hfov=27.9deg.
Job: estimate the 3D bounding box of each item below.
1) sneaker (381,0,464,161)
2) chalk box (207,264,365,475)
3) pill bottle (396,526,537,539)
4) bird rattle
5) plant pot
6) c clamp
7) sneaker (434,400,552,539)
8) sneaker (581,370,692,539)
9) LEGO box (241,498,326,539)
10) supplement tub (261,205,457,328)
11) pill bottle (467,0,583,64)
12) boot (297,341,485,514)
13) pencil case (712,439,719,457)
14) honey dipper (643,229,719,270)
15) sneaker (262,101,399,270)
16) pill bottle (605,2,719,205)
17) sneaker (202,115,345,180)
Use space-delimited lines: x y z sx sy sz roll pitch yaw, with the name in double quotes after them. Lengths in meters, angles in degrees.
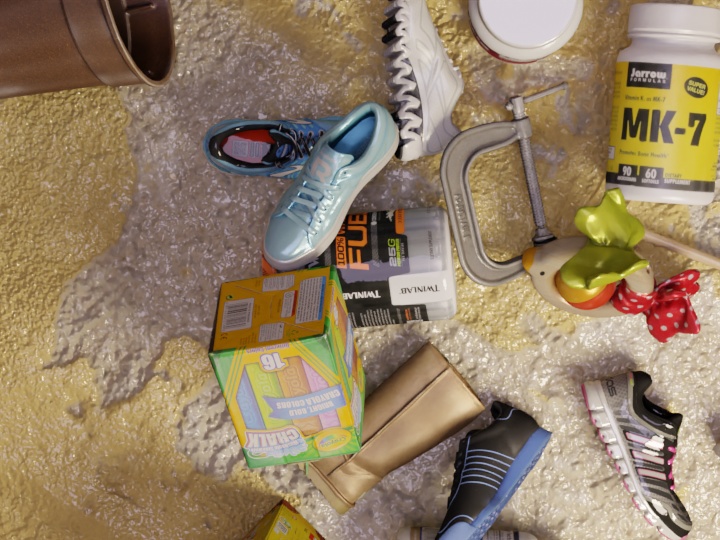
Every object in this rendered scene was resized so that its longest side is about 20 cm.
0.067 -0.220 1.550 0.081 0.075 0.201 -5 98 -9 "sneaker"
-0.065 0.116 1.478 0.123 0.125 0.201 -10 125 9 "chalk box"
0.137 0.338 1.576 0.199 0.111 0.111 2 96 4 "pill bottle"
0.263 0.003 1.530 0.163 0.200 0.113 -8 61 36 "bird rattle"
-0.322 -0.272 1.514 0.197 0.200 0.201 -10 95 13 "plant pot"
0.165 -0.087 1.547 0.170 0.027 0.201 -14 105 -25 "c clamp"
0.124 0.224 1.551 0.078 0.070 0.200 33 55 16 "sneaker"
0.318 0.194 1.567 0.087 0.074 0.200 -28 88 12 "sneaker"
-0.119 0.344 1.550 0.077 0.200 0.149 44 97 -1 "LEGO box"
0.000 0.000 1.545 0.199 0.123 0.123 -6 95 4 "supplement tub"
0.165 -0.268 1.466 0.114 0.200 0.115 0 96 4 "pill bottle"
0.007 0.146 1.593 0.200 0.066 0.175 -40 101 6 "boot"
0.480 0.174 1.550 0.200 0.078 0.090 -28 114 6 "pencil case"
0.354 -0.020 1.562 0.199 0.038 0.038 22 97 3 "honey dipper"
-0.039 -0.094 1.477 0.074 0.082 0.200 30 78 21 "sneaker"
0.319 -0.172 1.510 0.114 0.114 0.201 4 96 4 "pill bottle"
-0.072 -0.126 1.553 0.199 0.090 0.079 -2 96 0 "sneaker"
